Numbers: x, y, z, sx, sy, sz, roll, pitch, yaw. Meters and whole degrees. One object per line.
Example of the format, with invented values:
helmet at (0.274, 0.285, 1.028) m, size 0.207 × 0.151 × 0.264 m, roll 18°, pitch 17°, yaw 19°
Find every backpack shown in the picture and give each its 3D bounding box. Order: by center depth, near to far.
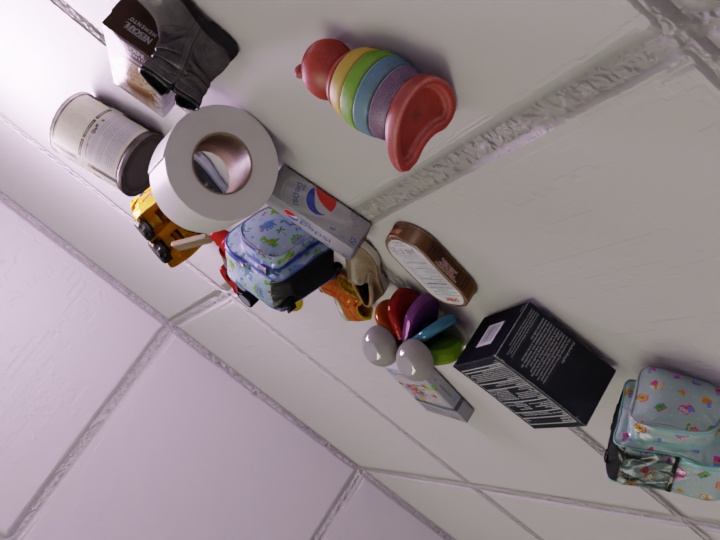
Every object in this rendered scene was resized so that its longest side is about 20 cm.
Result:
backpack at (0.490, 0.251, 1.382) m, size 0.198 × 0.176 × 0.154 m, roll 18°, pitch 126°, yaw 14°
backpack at (-0.167, -0.041, 1.796) m, size 0.199 × 0.183 × 0.148 m, roll 26°, pitch 136°, yaw 33°

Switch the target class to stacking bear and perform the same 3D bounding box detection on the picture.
stacking bear at (0.005, -0.234, 1.163) m, size 0.199 × 0.122 × 0.114 m, roll 33°, pitch 164°, yaw 29°

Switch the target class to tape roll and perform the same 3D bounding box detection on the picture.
tape roll at (-0.259, -0.175, 1.587) m, size 0.202 × 0.203 × 0.139 m, roll 40°, pitch 161°, yaw -15°

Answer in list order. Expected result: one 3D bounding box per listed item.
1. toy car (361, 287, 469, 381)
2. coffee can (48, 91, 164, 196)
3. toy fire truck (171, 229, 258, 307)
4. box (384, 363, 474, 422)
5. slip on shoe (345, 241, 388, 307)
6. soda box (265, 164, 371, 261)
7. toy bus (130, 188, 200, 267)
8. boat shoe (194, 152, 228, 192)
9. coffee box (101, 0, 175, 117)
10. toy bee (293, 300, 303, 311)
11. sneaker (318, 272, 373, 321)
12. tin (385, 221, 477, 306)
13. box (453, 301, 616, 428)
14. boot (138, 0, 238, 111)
toy car at (0.109, 0.111, 1.758) m, size 0.199 × 0.174 × 0.151 m, roll 19°, pitch 119°, yaw 39°
coffee can at (-0.530, -0.267, 1.904) m, size 0.199 × 0.147 × 0.147 m, roll 30°, pitch 160°, yaw 14°
toy fire truck at (-0.301, -0.025, 2.010) m, size 0.199 × 0.129 × 0.177 m, roll 35°, pitch 156°, yaw 23°
box at (0.165, 0.286, 2.206) m, size 0.155 × 0.041 × 0.200 m, roll 7°, pitch 145°, yaw 53°
slip on shoe at (0.000, 0.000, 1.777) m, size 0.076 × 0.061 × 0.200 m, roll 25°, pitch 158°, yaw 28°
soda box at (-0.080, -0.105, 1.660) m, size 0.199 × 0.064 × 0.068 m, roll 34°, pitch 162°, yaw 4°
toy bus at (-0.492, -0.138, 2.204) m, size 0.192 × 0.136 × 0.201 m, roll 41°, pitch 166°, yaw 38°
boat shoe at (-0.319, -0.171, 1.913) m, size 0.068 × 0.057 × 0.200 m, roll 20°, pitch 155°, yaw 36°
coffee box at (-0.353, -0.355, 1.502) m, size 0.114 × 0.080 × 0.200 m, roll 34°, pitch 161°, yaw 2°
toy bee at (-0.131, 0.009, 1.985) m, size 0.108 × 0.200 × 0.132 m, roll 5°, pitch 119°, yaw 4°
sneaker at (-0.033, 0.038, 1.941) m, size 0.077 × 0.074 × 0.200 m, roll -7°, pitch 144°, yaw 30°
tin at (0.123, -0.007, 1.596) m, size 0.200 × 0.042 × 0.112 m, roll 44°, pitch 163°, yaw -24°
box at (0.300, 0.171, 1.583) m, size 0.198 × 0.124 × 0.200 m, roll 38°, pitch 162°, yaw -6°
boot at (-0.292, -0.343, 1.351) m, size 0.199 × 0.132 × 0.070 m, roll 37°, pitch 161°, yaw -6°
